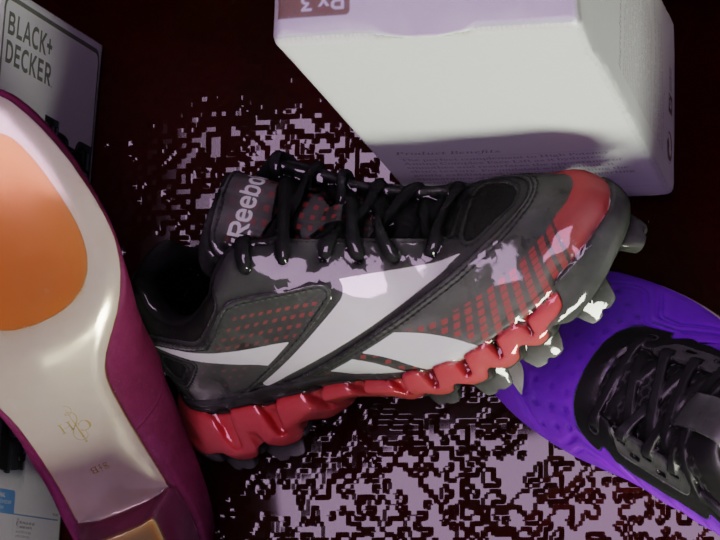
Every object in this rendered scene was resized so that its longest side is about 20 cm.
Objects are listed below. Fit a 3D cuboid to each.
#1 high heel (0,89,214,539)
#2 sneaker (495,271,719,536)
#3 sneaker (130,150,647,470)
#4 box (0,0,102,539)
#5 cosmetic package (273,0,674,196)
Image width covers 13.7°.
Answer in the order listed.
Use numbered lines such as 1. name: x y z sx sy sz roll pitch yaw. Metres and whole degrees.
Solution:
1. high heel: -0.098 0.024 1.046 0.067 0.096 0.201 -22 105 5
2. sneaker: 0.120 0.051 1.021 0.199 0.099 0.070 29 90 19
3. sneaker: 0.000 0.000 1.032 0.200 0.071 0.098 -20 120 32
4. box: -0.147 0.002 1.087 0.060 0.117 0.202 2 82 14
5. cosmetic package: 0.044 -0.081 1.005 0.101 0.200 0.075 -2 75 13
